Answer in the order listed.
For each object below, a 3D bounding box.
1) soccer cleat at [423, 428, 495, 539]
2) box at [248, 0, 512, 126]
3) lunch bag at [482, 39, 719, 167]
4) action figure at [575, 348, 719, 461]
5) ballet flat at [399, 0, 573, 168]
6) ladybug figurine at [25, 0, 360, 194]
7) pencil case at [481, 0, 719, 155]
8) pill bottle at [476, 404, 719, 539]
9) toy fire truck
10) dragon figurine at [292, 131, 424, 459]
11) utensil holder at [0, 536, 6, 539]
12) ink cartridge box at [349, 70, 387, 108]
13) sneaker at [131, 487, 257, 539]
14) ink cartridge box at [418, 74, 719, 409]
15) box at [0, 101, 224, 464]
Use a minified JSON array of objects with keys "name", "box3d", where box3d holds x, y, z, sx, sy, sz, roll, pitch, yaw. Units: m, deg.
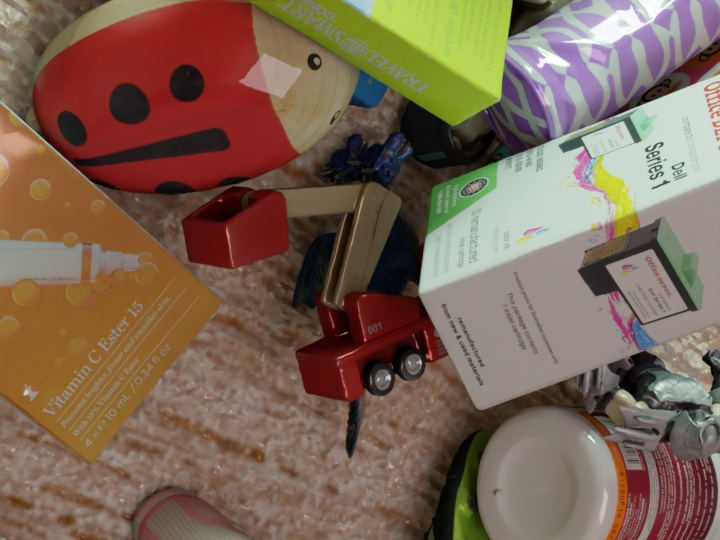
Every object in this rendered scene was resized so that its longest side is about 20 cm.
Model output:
[{"name":"soccer cleat","box3d":[0.057,0.205,1.186,0.067,0.081,0.201,27,67,-41]},{"name":"box","box3d":[-0.002,-0.178,0.953,0.200,0.048,0.122,29,55,-29]},{"name":"lunch bag","box3d":[0.186,-0.077,1.123,0.200,0.176,0.082,-42,116,-12]},{"name":"action figure","box3d":[0.181,0.065,1.138,0.130,0.200,0.070,20,105,-32]},{"name":"ballet flat","box3d":[0.102,-0.148,1.127,0.073,0.073,0.200,40,82,-28]},{"name":"ladybug figurine","box3d":[-0.098,-0.095,0.988,0.199,0.072,0.136,-12,137,15]},{"name":"pencil case","box3d":[0.157,-0.148,1.074,0.200,0.084,0.086,-36,91,-24]},{"name":"pill bottle","box3d":[0.179,0.149,1.186,0.200,0.109,0.110,8,98,-46]},{"name":"toy fire truck","box3d":[0.000,0.000,1.042,0.200,0.049,0.142,-23,108,-33]},{"name":"dragon figurine","box3d":[-0.005,0.010,1.113,0.099,0.059,0.201,25,89,-29]},{"name":"utensil holder","box3d":[-0.215,0.281,1.006,0.170,0.170,0.200,-39,117,-14]},{"name":"ink cartridge box","box3d":[-0.050,-0.208,1.027,0.200,0.084,0.146,30,88,-30]},{"name":"sneaker","box3d":[-0.063,0.228,1.108,0.075,0.105,0.200,-43,118,-14]},{"name":"ink cartridge box","box3d":[0.141,-0.021,0.967,0.199,0.145,0.084,-21,112,15]},{"name":"box","box3d":[-0.199,-0.005,0.990,0.200,0.097,0.125,43,81,-27]}]
